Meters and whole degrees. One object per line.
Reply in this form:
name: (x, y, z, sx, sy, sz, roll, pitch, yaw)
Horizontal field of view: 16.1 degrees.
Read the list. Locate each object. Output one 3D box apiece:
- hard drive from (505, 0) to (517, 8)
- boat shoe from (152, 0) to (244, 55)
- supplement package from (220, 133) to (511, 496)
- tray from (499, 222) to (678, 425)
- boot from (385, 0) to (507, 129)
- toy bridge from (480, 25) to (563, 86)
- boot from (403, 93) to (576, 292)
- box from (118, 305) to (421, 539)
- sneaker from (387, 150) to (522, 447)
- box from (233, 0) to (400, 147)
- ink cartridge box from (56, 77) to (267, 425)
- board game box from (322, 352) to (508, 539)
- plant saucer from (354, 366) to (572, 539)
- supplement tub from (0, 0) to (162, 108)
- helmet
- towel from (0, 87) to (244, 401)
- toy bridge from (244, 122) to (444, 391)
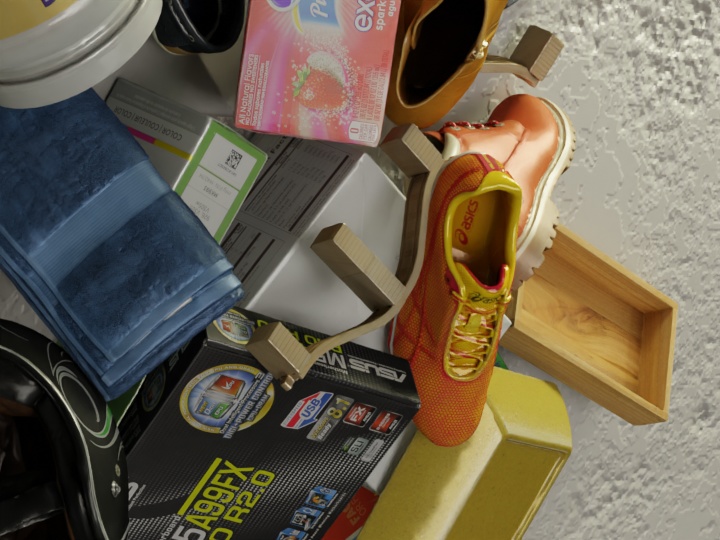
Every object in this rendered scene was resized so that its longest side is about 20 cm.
hard drive: (0.089, -0.292, 1.682, 0.139, 0.033, 0.200, -37, 108, -8)
boat shoe: (-0.109, -0.225, 1.583, 0.074, 0.062, 0.201, -23, 119, -30)
supplement package: (-0.024, 0.025, 1.719, 0.156, 0.111, 0.200, -52, 131, -12)
tray: (0.165, 0.035, 1.909, 0.200, 0.037, 0.099, 32, 57, -43)
boot: (0.043, -0.139, 1.640, 0.201, 0.071, 0.144, -63, -179, 39)
toy bridge: (0.065, -0.176, 1.762, 0.200, 0.027, 0.067, 35, 86, -42)
boot: (0.086, -0.079, 1.762, 0.107, 0.200, 0.075, 36, 122, -14)
box: (-0.079, 0.119, 1.640, 0.160, 0.044, 0.200, 18, 124, -28)
sneaker: (0.062, 0.024, 1.654, 0.073, 0.077, 0.201, -2, 110, -15)
box: (-0.021, -0.183, 1.607, 0.094, 0.103, 0.201, 8, 96, -4)
ink cartridge box: (-0.152, -0.011, 1.602, 0.059, 0.104, 0.200, 31, 86, -42)
board game box: (0.035, 0.141, 1.862, 0.200, 0.040, 0.153, -47, 130, -16)
plant saucer: (0.075, 0.168, 1.795, 0.200, 0.048, 0.200, -61, 154, 5)
supplement tub: (-0.210, -0.206, 1.448, 0.145, 0.145, 0.200, -44, 129, -18)
helmet: (-0.230, 0.128, 1.532, 0.199, 0.191, 0.201, 0, 81, -3)
towel: (-0.168, -0.032, 1.524, 0.112, 0.049, 0.200, -39, 85, -3)
toy bridge: (0.000, 0.000, 1.596, 0.067, 0.027, 0.200, 46, 56, -21)
